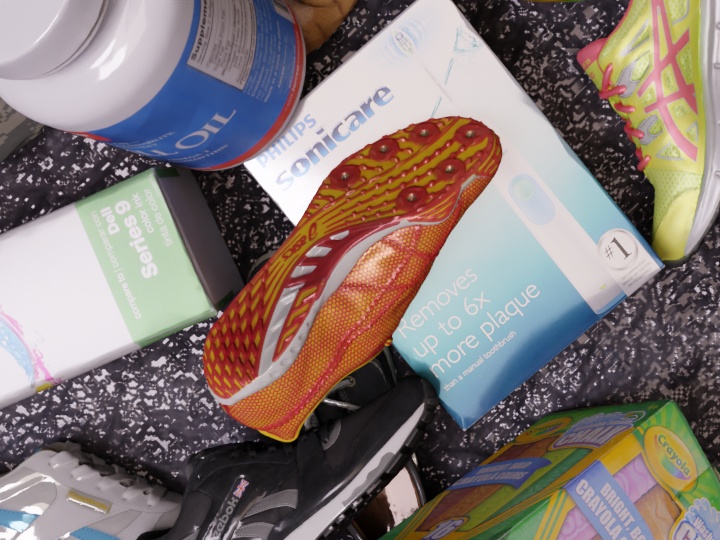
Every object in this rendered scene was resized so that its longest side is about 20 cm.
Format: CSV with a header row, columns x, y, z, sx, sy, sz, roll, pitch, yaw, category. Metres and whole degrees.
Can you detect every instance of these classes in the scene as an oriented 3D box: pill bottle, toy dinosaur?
x,y,z,sx,sy,sz,roll,pitch,yaw,category
-0.114,-0.116,0.661,0.111,0.200,0.113,-2,84,23,pill bottle
-0.018,-0.171,0.797,0.106,0.060,0.200,44,83,-18,toy dinosaur

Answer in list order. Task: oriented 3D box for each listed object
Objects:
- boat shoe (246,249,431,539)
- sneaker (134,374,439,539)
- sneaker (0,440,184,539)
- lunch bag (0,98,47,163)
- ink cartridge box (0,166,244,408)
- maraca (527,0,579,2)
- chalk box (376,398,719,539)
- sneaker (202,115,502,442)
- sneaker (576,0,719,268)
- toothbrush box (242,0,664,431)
x,y,z,sx,sy,sz,roll,pitch,yaw,category
-0.009,0.080,0.806,0.071,0.068,0.201,-23,93,4,boat shoe
-0.048,0.115,0.741,0.200,0.076,0.088,-45,80,1,sneaker
-0.160,0.143,0.809,0.198,0.077,0.081,-2,90,-2,sneaker
-0.215,-0.154,0.714,0.167,0.200,0.140,-37,72,10,lunch bag
-0.176,0.018,0.761,0.199,0.145,0.088,-25,95,3,ink cartridge box
0.118,-0.208,0.716,0.199,0.107,0.137,-10,125,39,maraca
0.130,0.152,0.765,0.199,0.124,0.124,-32,95,-30,chalk box
0.000,0.000,0.722,0.200,0.077,0.073,-46,49,-2,sneaker
0.168,-0.103,0.788,0.090,0.078,0.202,2,89,7,sneaker
0.050,-0.037,0.784,0.146,0.085,0.200,-39,93,5,toothbrush box
